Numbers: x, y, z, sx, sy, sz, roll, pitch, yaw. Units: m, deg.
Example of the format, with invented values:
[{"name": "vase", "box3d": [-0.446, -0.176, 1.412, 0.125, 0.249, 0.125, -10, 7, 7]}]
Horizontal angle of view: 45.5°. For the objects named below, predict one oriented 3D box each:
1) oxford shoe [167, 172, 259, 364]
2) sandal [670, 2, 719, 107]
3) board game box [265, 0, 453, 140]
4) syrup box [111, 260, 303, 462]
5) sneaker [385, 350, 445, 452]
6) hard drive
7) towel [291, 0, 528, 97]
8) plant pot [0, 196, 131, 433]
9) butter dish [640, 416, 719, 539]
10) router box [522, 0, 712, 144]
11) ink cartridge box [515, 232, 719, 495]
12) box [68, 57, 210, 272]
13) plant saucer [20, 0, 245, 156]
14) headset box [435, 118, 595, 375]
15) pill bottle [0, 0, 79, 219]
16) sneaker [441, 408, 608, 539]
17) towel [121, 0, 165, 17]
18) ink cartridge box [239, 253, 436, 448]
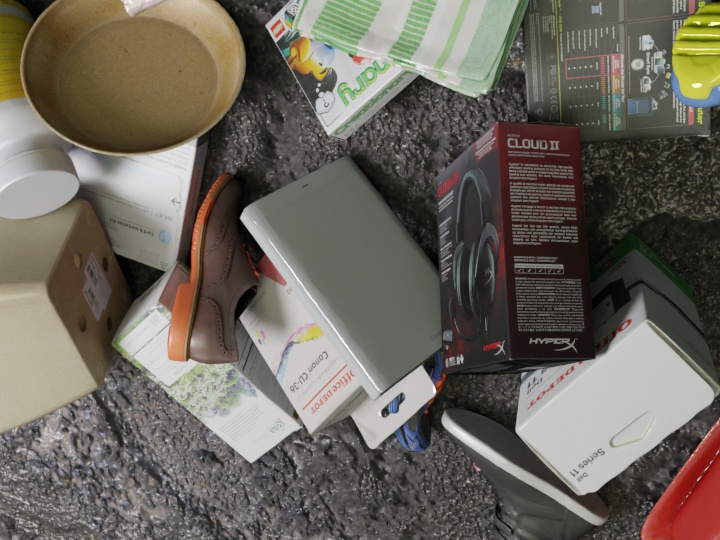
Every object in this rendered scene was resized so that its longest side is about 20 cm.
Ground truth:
[{"name": "oxford shoe", "box3d": [-0.129, -0.002, 0.820, 0.071, 0.203, 0.071, 10, 153, -4]}, {"name": "sandal", "box3d": [0.302, -0.172, 0.646, 0.079, 0.199, 0.088, 28, 146, 40]}, {"name": "board game box", "box3d": [0.021, -0.225, 0.737, 0.199, 0.034, 0.127, -38, 72, 24]}, {"name": "syrup box", "box3d": [-0.148, 0.096, 0.885, 0.078, 0.082, 0.200, -37, 111, 24]}, {"name": "sneaker", "box3d": [0.066, 0.093, 0.854, 0.077, 0.076, 0.203, 4, 113, 9]}, {"name": "hard drive", "box3d": [0.000, 0.000, 0.777, 0.201, 0.131, 0.026, 52, 145, 10]}, {"name": "towel", "box3d": [0.044, -0.238, 0.690, 0.198, 0.023, 0.155, 24, 100, 29]}, {"name": "plant pot", "box3d": [-0.342, 0.032, 0.846, 0.174, 0.202, 0.202, -6, 131, 9]}, {"name": "butter dish", "box3d": [0.391, 0.257, 0.790, 0.198, 0.148, 0.202, 27, 114, 3]}, {"name": "router box", "box3d": [0.209, -0.208, 0.706, 0.147, 0.062, 0.203, -1, 110, 16]}, {"name": "ink cartridge box", "box3d": [0.214, 0.073, 0.736, 0.083, 0.200, 0.147, 41, 114, -5]}, {"name": "box", "box3d": [-0.235, -0.115, 0.868, 0.154, 0.041, 0.203, 18, 113, 7]}, {"name": "plant saucer", "box3d": [-0.203, -0.181, 0.780, 0.198, 0.202, 0.036, 23, 155, 4]}, {"name": "headset box", "box3d": [0.121, -0.020, 0.708, 0.076, 0.149, 0.204, 0, 80, -14]}, {"name": "pill bottle", "box3d": [-0.334, -0.156, 0.801, 0.111, 0.112, 0.202, -33, 74, 23]}, {"name": "sneaker", "box3d": [0.147, 0.229, 0.883, 0.199, 0.071, 0.100, 35, 110, -5]}, {"name": "towel", "box3d": [-0.163, -0.351, 0.743, 0.189, 0.032, 0.202, -23, 104, 7]}, {"name": "ink cartridge box", "box3d": [-0.029, 0.070, 0.822, 0.117, 0.067, 0.201, -47, 70, 34]}]
